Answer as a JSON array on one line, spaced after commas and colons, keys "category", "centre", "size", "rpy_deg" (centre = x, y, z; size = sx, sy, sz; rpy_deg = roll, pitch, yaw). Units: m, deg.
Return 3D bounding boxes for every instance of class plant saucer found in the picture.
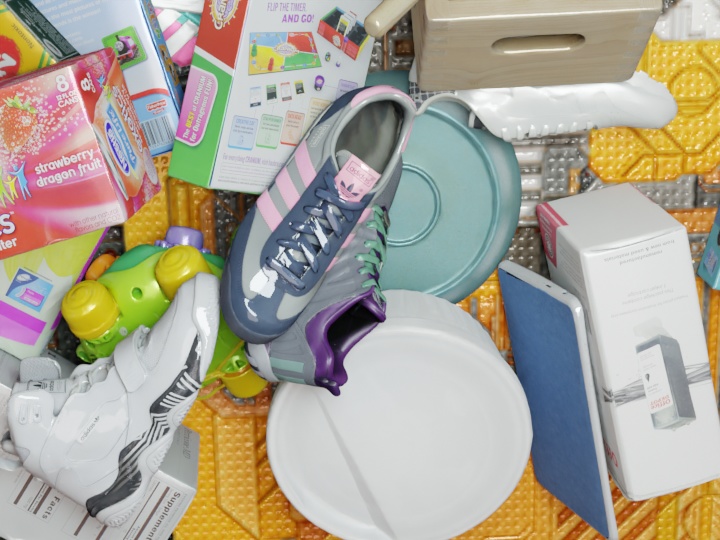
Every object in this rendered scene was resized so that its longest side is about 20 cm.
[{"category": "plant saucer", "centre": [0.029, -0.053, 1.114], "size": [0.197, 0.027, 0.203], "rpy_deg": [-1, 107, -4]}]

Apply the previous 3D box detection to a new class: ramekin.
[{"category": "ramekin", "centre": [0.028, 0.108, 1.113], "size": [0.200, 0.095, 0.205], "rpy_deg": [-1, 117, -1]}]

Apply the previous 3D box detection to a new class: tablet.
[{"category": "tablet", "centre": [0.154, 0.099, 1.113], "size": [0.014, 0.130, 0.202], "rpy_deg": [-18, 110, -16]}]

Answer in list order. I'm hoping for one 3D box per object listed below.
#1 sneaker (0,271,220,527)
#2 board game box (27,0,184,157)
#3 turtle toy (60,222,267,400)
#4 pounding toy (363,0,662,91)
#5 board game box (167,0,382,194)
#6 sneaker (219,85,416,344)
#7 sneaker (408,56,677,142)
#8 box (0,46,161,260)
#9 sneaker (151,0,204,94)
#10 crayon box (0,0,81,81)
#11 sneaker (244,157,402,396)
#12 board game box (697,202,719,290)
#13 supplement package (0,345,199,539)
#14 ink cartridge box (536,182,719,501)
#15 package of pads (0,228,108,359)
[{"category": "sneaker", "centre": [-0.177, 0.077, 0.997], "size": [0.114, 0.075, 0.201], "rpy_deg": [24, 107, -14]}, {"category": "board game box", "centre": [-0.214, -0.161, 0.987], "size": [0.150, 0.037, 0.202], "rpy_deg": [-16, 103, 9]}, {"category": "turtle toy", "centre": [-0.125, 0.023, 1.083], "size": [0.198, 0.102, 0.146], "rpy_deg": [-21, 130, 7]}, {"category": "pounding toy", "centre": [0.093, -0.212, 0.968], "size": [0.197, 0.142, 0.186], "rpy_deg": [-3, 70, -3]}, {"category": "board game box", "centre": [-0.051, -0.154, 1.006], "size": [0.040, 0.152, 0.202], "rpy_deg": [18, 98, 34]}, {"category": "sneaker", "centre": [-0.028, -0.044, 0.965], "size": [0.070, 0.082, 0.201], "rpy_deg": [33, 70, -19]}, {"category": "sneaker", "centre": [0.134, -0.129, 1.066], "size": [0.198, 0.076, 0.081], "rpy_deg": [15, 88, 4]}, {"category": "box", "centre": [-0.238, -0.059, 0.894], "size": [0.198, 0.096, 0.101], "rpy_deg": [-15, 103, 11]}, {"category": "sneaker", "centre": [-0.163, -0.148, 1.047], "size": [0.197, 0.084, 0.122], "rpy_deg": [8, 97, -7]}, {"category": "crayon box", "centre": [-0.280, -0.096, 0.965], "size": [0.200, 0.051, 0.127], "rpy_deg": [-42, 97, 16]}, {"category": "sneaker", "centre": [0.000, 0.000, 1.031], "size": [0.201, 0.087, 0.075], "rpy_deg": [-62, 144, -18]}, {"category": "board game box", "centre": [0.385, -0.041, 1.130], "size": [0.198, 0.047, 0.153], "rpy_deg": [12, 106, -8]}, {"category": "supplement package", "centre": [-0.235, 0.143, 1.110], "size": [0.199, 0.114, 0.110], "rpy_deg": [31, 102, -14]}, {"category": "ink cartridge box", "centre": [0.205, 0.051, 1.094], "size": [0.084, 0.146, 0.202], "rpy_deg": [-13, 108, -2]}, {"category": "package of pads", "centre": [-0.293, -0.047, 1.072], "size": [0.199, 0.068, 0.155], "rpy_deg": [28, 103, -12]}]
